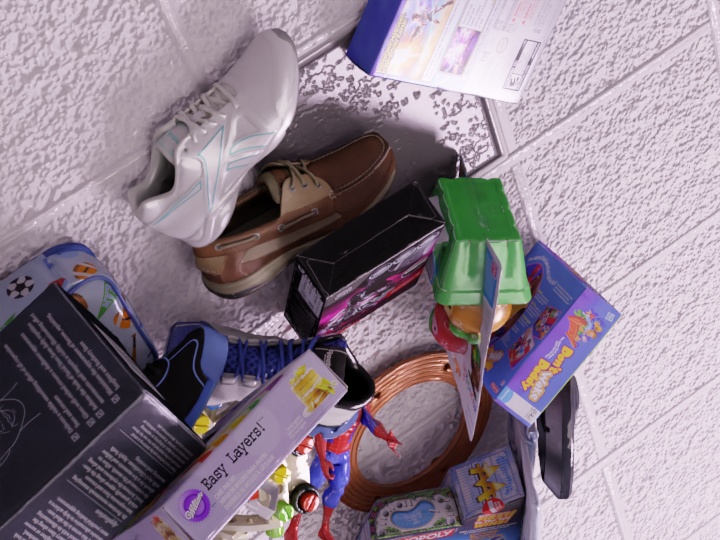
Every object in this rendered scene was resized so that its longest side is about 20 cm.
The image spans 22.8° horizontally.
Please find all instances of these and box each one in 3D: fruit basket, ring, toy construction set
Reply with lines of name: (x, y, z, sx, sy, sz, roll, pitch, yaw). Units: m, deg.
fruit basket: (0.092, 0.023, 1.640, 0.094, 0.185, 0.200, 4, 125, -11)
ring: (0.048, 0.163, 1.820, 0.200, 0.019, 0.201, -21, 133, -24)
toy construction set: (-0.110, 0.189, 1.663, 0.131, 0.092, 0.200, -18, 131, -29)

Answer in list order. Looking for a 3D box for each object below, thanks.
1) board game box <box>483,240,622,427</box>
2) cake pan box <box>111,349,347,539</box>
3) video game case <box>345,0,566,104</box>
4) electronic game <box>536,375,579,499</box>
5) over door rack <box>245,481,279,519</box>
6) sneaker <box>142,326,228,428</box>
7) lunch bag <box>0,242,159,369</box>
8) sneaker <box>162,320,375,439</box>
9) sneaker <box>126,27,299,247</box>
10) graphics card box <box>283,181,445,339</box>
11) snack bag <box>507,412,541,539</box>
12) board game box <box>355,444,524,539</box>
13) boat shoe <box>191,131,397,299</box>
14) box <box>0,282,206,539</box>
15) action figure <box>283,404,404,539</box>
board game box: (0.166, 0.056, 1.701, 0.045, 0.200, 0.135, 38, 96, -14)
cake pan box: (-0.114, 0.163, 1.434, 0.184, 0.052, 0.200, -44, -177, -28)
video game case: (0.101, -0.250, 1.525, 0.181, 0.045, 0.200, 5, 118, -41)
electronic game: (0.200, 0.130, 1.796, 0.042, 0.200, 0.200, -2, 129, 2)
over door rack: (-0.190, 0.225, 1.587, 0.200, 0.067, 0.148, 24, 126, -26)
sneaker: (-0.190, 0.121, 1.473, 0.078, 0.070, 0.200, 38, 79, -23)
lunch bag: (-0.273, 0.083, 1.474, 0.200, 0.076, 0.160, -35, 139, -11)
sneaker: (-0.069, 0.082, 1.561, 0.199, 0.081, 0.115, 18, 154, -21)
sneaker: (-0.118, -0.110, 1.448, 0.080, 0.070, 0.200, 17, 111, -41)
graphics card box: (0.000, 0.000, 1.563, 0.125, 0.051, 0.200, -32, 169, -14)
snack bag: (0.174, 0.232, 1.851, 0.021, 0.200, 0.189, -4, 129, -1)
board game box: (0.088, 0.256, 1.836, 0.200, 0.062, 0.200, -6, 149, -18)
boat shoe: (-0.059, -0.056, 1.531, 0.200, 0.076, 0.074, -37, 133, -10)
box: (-0.248, 0.139, 1.369, 0.200, 0.148, 0.107, -43, 142, -4)
action figure: (-0.019, 0.197, 1.717, 0.065, 0.099, 0.200, 1, 116, -25)
